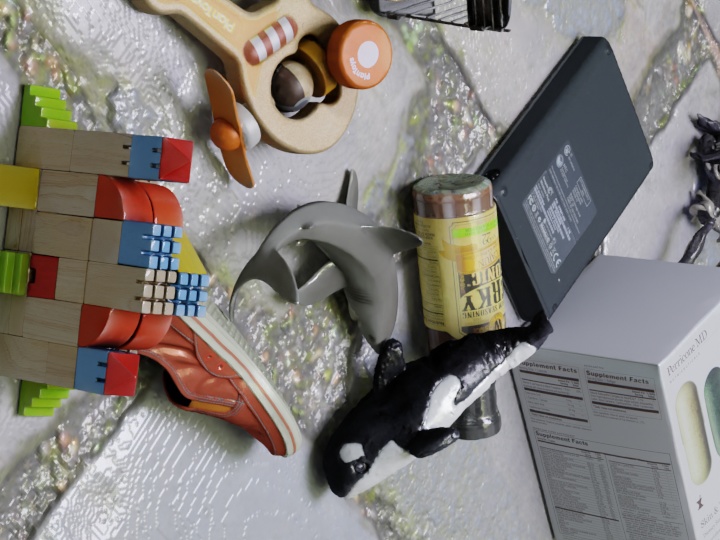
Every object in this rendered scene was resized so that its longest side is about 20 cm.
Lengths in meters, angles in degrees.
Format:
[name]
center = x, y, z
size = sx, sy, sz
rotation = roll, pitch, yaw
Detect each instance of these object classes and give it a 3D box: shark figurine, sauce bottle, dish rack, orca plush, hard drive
[shark figurine]
center = -0.007, -0.016, 1.394
size = 0.214, 0.089, 0.129
rotation = 18, 78, -62
[sauce bottle]
center = 0.079, 0.029, 1.540
size = 0.065, 0.064, 0.201
rotation = -26, 115, -46
[dish rack]
center = 0.060, -0.239, 1.382
size = 0.054, 0.200, 0.155
rotation = -14, 107, -27
[orca plush]
center = 0.046, 0.079, 1.466
size = 0.199, 0.105, 0.071
rotation = -32, 108, 7
[hard drive]
center = 0.168, -0.076, 1.656
size = 0.200, 0.033, 0.140
rotation = -52, 131, -32

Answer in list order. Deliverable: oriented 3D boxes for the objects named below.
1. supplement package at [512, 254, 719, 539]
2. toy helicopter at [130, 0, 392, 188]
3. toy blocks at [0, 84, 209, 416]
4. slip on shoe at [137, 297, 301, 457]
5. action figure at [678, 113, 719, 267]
[supplement package]
center = 0.240, 0.115, 1.678
size = 0.152, 0.150, 0.201
rotation = -39, 124, -39
[toy helicopter]
center = -0.082, -0.141, 1.331
size = 0.200, 0.079, 0.133
rotation = 35, 78, -36
[toy blocks]
center = -0.148, -0.005, 1.201
size = 0.100, 0.136, 0.202
rotation = 6, 91, -51
[slip on shoe]
center = -0.100, 0.068, 1.337
size = 0.061, 0.074, 0.200
rotation = -38, 138, 1
[action figure]
center = 0.340, -0.064, 1.816
size = 0.119, 0.102, 0.201
rotation = 33, 72, -35
